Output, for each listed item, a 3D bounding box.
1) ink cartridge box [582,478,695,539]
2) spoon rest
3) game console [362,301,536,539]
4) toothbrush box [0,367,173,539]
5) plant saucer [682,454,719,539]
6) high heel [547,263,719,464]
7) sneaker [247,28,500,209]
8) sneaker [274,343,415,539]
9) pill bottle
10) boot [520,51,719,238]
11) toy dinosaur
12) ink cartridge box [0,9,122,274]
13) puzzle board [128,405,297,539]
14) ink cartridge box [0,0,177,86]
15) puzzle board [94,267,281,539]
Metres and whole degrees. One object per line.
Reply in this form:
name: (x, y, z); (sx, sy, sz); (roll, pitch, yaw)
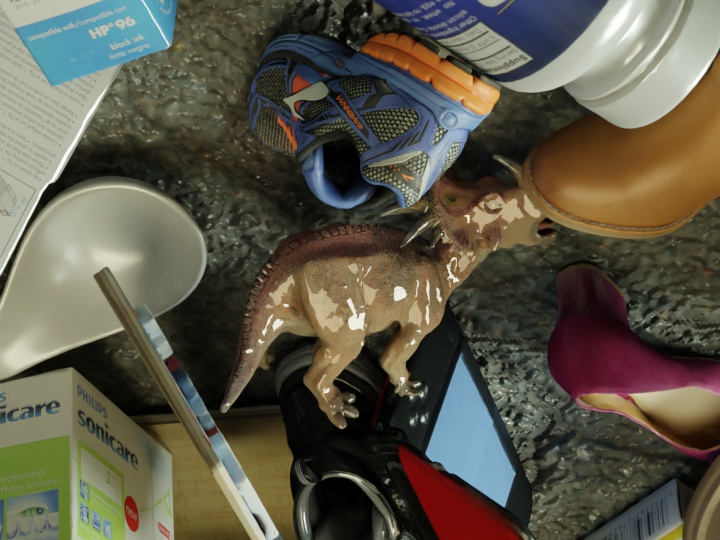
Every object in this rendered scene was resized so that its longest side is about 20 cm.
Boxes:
ink cartridge box: (0.207, 0.238, 1.522); (0.199, 0.047, 0.197); (33, 127, -24)
spoon rest: (-0.172, 0.013, 1.305); (0.199, 0.061, 0.099); (-30, 127, 30)
game console: (0.091, 0.137, 1.321); (0.118, 0.173, 0.201); (0, 137, 26)
toothbrush box: (-0.169, 0.179, 1.325); (0.085, 0.201, 0.146); (-13, 151, 15)
plant saucer: (0.291, 0.145, 1.396); (0.199, 0.030, 0.201); (-9, 130, -11)
high heel: (0.177, 0.083, 1.331); (0.067, 0.096, 0.200); (-26, 128, 25)
sneaker: (-0.011, -0.071, 1.153); (0.075, 0.079, 0.200); (32, 168, -21)
sneaker: (0.013, 0.140, 1.384); (0.075, 0.114, 0.200); (-24, 129, 25)
pill bottle: (0.072, -0.154, 1.084); (0.199, 0.120, 0.120); (30, 129, -25)
boot: (0.183, -0.083, 1.150); (0.198, 0.077, 0.156); (-1, 155, -3)
toy dinosaur: (0.000, 0.000, 1.235); (0.199, 0.086, 0.136); (-19, 139, -26)
ink cartridge box: (-0.234, -0.095, 1.137); (0.199, 0.045, 0.177); (32, 84, -25)
puzzle board: (-0.130, 0.141, 1.462); (0.198, 0.017, 0.151); (-4, 135, 8)
ink cartridge box: (-0.151, -0.199, 1.052); (0.067, 0.117, 0.200); (-15, 133, 17)
puzzle board: (-0.079, 0.102, 1.282); (0.017, 0.151, 0.200); (-31, 143, -5)
